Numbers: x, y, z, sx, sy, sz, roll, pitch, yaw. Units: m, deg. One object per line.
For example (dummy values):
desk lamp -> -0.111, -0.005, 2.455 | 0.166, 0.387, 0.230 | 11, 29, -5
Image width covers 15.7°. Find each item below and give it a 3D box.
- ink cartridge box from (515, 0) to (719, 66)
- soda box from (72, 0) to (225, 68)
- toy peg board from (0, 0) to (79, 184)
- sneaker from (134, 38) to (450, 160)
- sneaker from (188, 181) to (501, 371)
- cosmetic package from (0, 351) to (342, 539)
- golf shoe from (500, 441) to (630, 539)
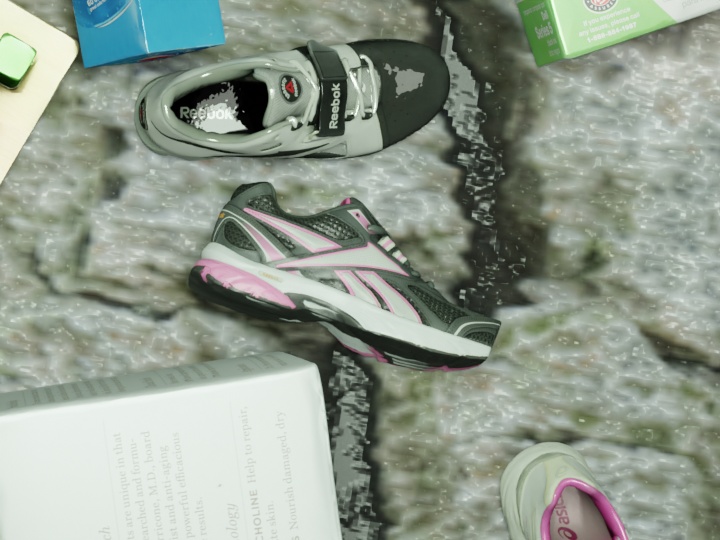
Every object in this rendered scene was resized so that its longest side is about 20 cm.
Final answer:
ink cartridge box -> 0.154, -0.245, 1.630 | 0.145, 0.084, 0.201 | -19, 94, -7
soda box -> -0.142, -0.228, 1.585 | 0.068, 0.064, 0.201 | -12, 93, -45
toy peg board -> -0.301, -0.104, 1.560 | 0.200, 0.098, 0.200 | 31, 86, -7
sneaker -> -0.036, -0.102, 1.605 | 0.199, 0.089, 0.074 | -11, 91, -9
sneaker -> 0.000, 0.000, 1.619 | 0.199, 0.080, 0.087 | 20, 78, -14
cosmetic package -> -0.120, 0.146, 1.556 | 0.199, 0.167, 0.167 | -8, 92, -7
golf shoe -> 0.146, 0.207, 1.636 | 0.075, 0.092, 0.201 | -24, 96, -9
